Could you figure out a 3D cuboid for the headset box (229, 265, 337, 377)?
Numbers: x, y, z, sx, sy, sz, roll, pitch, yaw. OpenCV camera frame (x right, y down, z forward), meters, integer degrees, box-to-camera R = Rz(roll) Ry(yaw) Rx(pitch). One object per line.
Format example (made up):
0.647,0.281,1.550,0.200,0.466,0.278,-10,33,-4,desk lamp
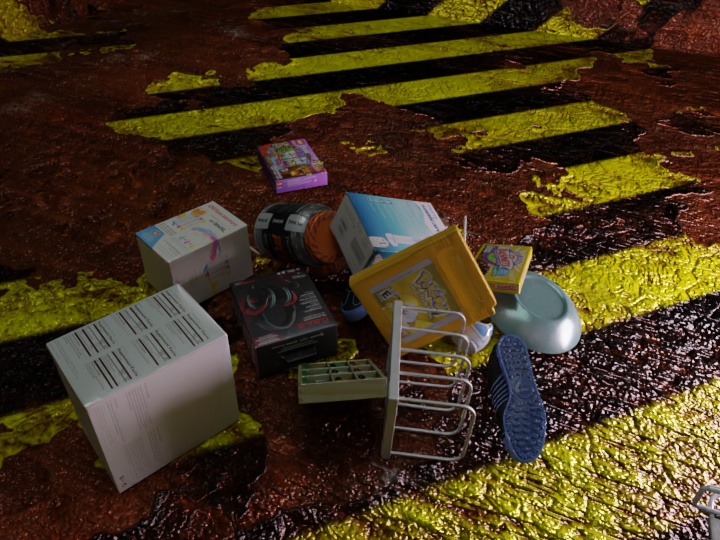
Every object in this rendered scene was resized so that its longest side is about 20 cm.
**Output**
-0.135,0.091,1.040,0.147,0.076,0.200,-14,41,-19,headset box

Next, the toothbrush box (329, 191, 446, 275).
0.064,-0.054,1.060,0.198,0.086,0.147,1,47,-33,toothbrush box

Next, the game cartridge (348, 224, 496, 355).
0.107,0.040,0.972,0.198,0.177,0.033,-26,26,17,game cartridge

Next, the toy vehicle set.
-0.034,0.166,0.895,0.123,0.027,0.200,-3,-1,-6,toy vehicle set

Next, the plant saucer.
0.326,0.061,1.085,0.198,0.039,0.202,10,46,-10,plant saucer

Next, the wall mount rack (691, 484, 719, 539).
0.516,0.359,0.731,0.172,0.075,0.201,14,41,15,wall mount rack

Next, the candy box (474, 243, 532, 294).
0.264,-0.007,1.110,0.101,0.027,0.200,7,23,20,candy box

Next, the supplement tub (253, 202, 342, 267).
-0.115,-0.072,1.155,0.122,0.124,0.199,-28,22,-32,supplement tub

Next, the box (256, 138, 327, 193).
-0.181,-0.276,1.525,0.135,0.039,0.201,-13,41,-18,box

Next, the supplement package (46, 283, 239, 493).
-0.305,0.165,0.849,0.199,0.193,0.147,-27,47,-32,supplement package

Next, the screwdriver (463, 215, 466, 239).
0.194,-0.004,1.103,0.028,0.203,0.029,4,-1,-2,screwdriver

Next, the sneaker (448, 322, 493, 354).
0.156,0.074,1.073,0.072,0.072,0.200,-35,56,-23,sneaker

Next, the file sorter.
0.102,0.170,0.903,0.123,0.140,0.201,6,39,1,file sorter

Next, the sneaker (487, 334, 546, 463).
0.242,0.207,0.925,0.069,0.078,0.202,3,60,-2,sneaker

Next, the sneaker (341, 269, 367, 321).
0.000,0.000,1.120,0.069,0.078,0.201,-8,43,30,sneaker

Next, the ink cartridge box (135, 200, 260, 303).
-0.312,-0.037,1.153,0.199,0.126,0.128,-31,49,-34,ink cartridge box
